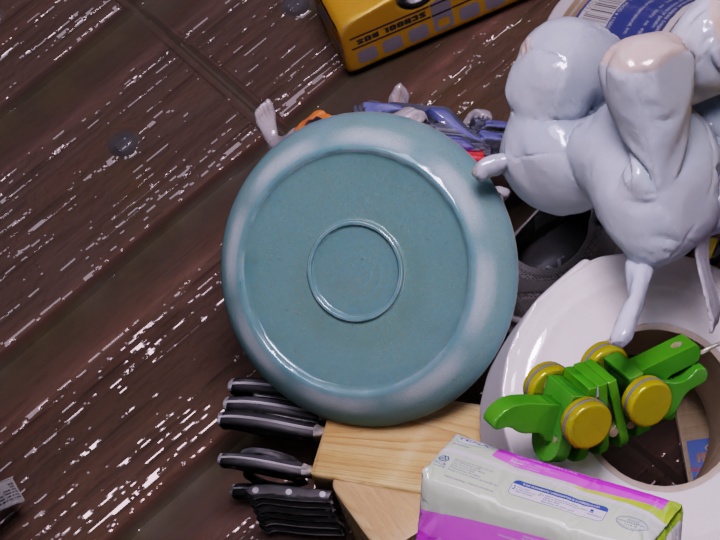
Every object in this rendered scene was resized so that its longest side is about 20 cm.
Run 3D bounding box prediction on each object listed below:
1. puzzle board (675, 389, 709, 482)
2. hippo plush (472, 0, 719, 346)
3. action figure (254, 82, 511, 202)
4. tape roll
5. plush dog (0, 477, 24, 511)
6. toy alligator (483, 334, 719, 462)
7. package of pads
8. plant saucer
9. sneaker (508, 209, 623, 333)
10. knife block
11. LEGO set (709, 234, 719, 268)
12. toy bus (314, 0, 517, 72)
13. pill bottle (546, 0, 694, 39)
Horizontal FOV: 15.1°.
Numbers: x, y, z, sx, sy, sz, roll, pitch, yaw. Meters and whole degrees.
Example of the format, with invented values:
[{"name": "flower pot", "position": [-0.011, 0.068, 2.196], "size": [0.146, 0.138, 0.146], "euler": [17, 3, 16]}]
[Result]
[{"name": "puzzle board", "position": [0.302, 0.075, 1.760], "size": [0.200, 0.017, 0.151], "euler": [-10, 59, 5]}, {"name": "hippo plush", "position": [0.170, -0.077, 1.653], "size": [0.159, 0.200, 0.161], "euler": [-8, 16, -35]}, {"name": "action figure", "position": [0.047, -0.066, 1.826], "size": [0.200, 0.105, 0.193], "euler": [6, 19, -33]}, {"name": "tape roll", "position": [0.177, 0.091, 1.683], "size": [0.202, 0.071, 0.203], "euler": [2, 74, -8]}, {"name": "plush dog", "position": [-0.328, 0.179, 1.758], "size": [0.172, 0.161, 0.200], "euler": [-13, 41, 23]}, {"name": "toy alligator", "position": [0.165, 0.075, 1.625], "size": [0.200, 0.054, 0.059], "euler": [-18, 32, -21]}, {"name": "package of pads", "position": [0.107, 0.212, 1.613], "size": [0.154, 0.200, 0.068], "euler": [16, 29, 20]}, {"name": "plant saucer", "position": [0.000, 0.000, 1.713], "size": [0.200, 0.027, 0.200], "euler": [1, 93, 20]}, {"name": "sneaker", "position": [0.169, -0.035, 1.810], "size": [0.200, 0.082, 0.075], "euler": [-40, 61, -14]}, {"name": "knife block", "position": [0.014, 0.110, 1.761], "size": [0.200, 0.064, 0.176], "euler": [-31, 60, -9]}, {"name": "LEGO set", "position": [0.308, -0.038, 1.747], "size": [0.200, 0.116, 0.154], "euler": [-37, 51, -20]}, {"name": "toy bus", "position": [0.067, -0.219, 1.941], "size": [0.200, 0.078, 0.065], "euler": [-24, 57, -4]}, {"name": "pill bottle", "position": [0.220, -0.119, 1.755], "size": [0.200, 0.111, 0.111], "euler": [17, 62, 39]}]
